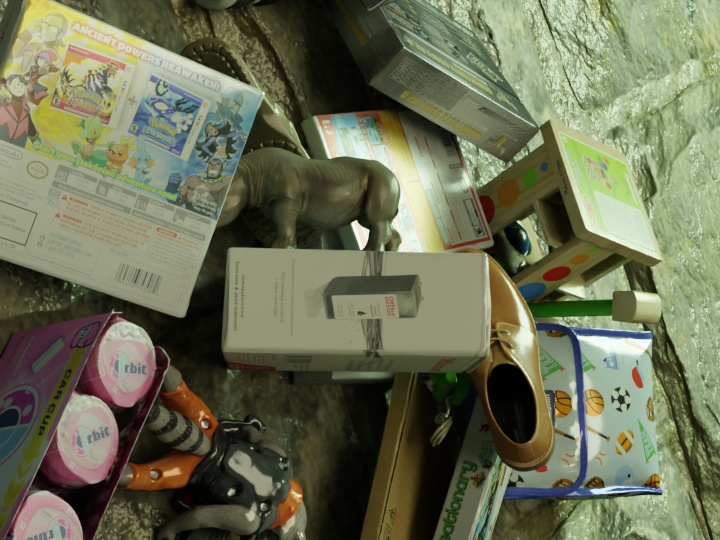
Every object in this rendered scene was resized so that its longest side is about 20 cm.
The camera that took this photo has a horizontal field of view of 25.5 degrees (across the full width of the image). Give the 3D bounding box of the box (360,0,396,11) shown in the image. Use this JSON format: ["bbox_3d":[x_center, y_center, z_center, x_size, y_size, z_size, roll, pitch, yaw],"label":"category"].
[{"bbox_3d":[0.014,-0.342,1.387,0.200,0.104,0.182,56,21,-5],"label":"box"}]

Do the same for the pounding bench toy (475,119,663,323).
[{"bbox_3d":[0.184,-0.007,1.507,0.124,0.156,0.200,18,48,-44],"label":"pounding bench toy"}]

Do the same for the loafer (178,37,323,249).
[{"bbox_3d":[-0.086,-0.107,1.310,0.067,0.076,0.200,-102,168,-67],"label":"loafer"}]

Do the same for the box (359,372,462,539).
[{"bbox_3d":[0.045,0.211,1.391,0.164,0.021,0.200,58,39,-53],"label":"box"}]

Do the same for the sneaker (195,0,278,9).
[{"bbox_3d":[-0.108,-0.323,1.356,0.112,0.073,0.200,-14,100,-52],"label":"sneaker"}]

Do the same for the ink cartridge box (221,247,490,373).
[{"bbox_3d":[-0.005,0.034,1.247,0.200,0.146,0.085,3,81,-3],"label":"ink cartridge box"}]

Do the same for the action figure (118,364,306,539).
[{"bbox_3d":[-0.120,0.170,1.198,0.193,0.105,0.200,33,55,-28],"label":"action figure"}]

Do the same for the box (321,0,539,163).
[{"bbox_3d":[0.060,-0.197,1.464,0.200,0.048,0.158,24,30,-43],"label":"box"}]

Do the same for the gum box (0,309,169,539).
[{"bbox_3d":[-0.218,0.123,1.087,0.066,0.113,0.200,44,51,-33],"label":"gum box"}]

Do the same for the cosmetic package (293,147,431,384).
[{"bbox_3d":[0.000,0.000,1.407,0.151,0.052,0.200,6,77,-51],"label":"cosmetic package"}]

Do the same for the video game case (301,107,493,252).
[{"bbox_3d":[0.037,-0.075,1.411,0.200,0.017,0.143,-12,82,-52],"label":"video game case"}]

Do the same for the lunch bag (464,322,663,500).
[{"bbox_3d":[0.189,0.139,1.540,0.200,0.124,0.170,6,76,-32],"label":"lunch bag"}]

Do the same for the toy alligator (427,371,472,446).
[{"bbox_3d":[0.080,0.078,1.399,0.054,0.059,0.200,34,38,1],"label":"toy alligator"}]

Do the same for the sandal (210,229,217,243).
[{"bbox_3d":[-0.174,-0.091,1.239,0.200,0.055,0.082,54,51,-45],"label":"sandal"}]

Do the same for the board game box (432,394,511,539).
[{"bbox_3d":[0.109,0.175,1.403,0.126,0.035,0.200,54,54,-72],"label":"board game box"}]

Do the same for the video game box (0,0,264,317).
[{"bbox_3d":[-0.189,-0.081,1.149,0.200,0.047,0.182,21,91,-33],"label":"video game box"}]

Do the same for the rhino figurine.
[{"bbox_3d":[-0.057,-0.053,1.257,0.200,0.060,0.088,5,81,-17],"label":"rhino figurine"}]

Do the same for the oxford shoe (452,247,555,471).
[{"bbox_3d":[0.116,0.064,1.327,0.071,0.071,0.200,61,9,-68],"label":"oxford shoe"}]
